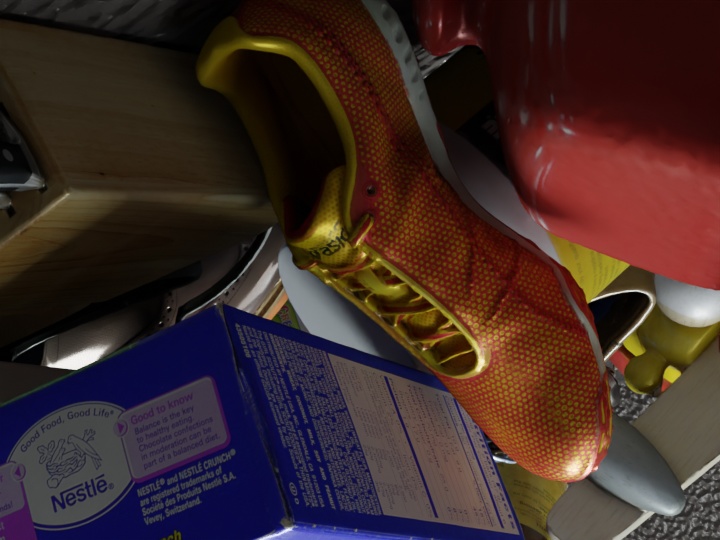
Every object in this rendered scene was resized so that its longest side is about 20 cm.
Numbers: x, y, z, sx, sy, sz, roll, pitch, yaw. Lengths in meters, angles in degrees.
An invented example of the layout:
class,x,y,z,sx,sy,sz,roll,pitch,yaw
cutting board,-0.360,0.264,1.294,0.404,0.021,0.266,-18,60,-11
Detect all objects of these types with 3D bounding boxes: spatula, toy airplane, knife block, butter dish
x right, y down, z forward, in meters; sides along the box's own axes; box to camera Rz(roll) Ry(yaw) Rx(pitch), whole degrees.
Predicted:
class,x,y,z,sx,sy,sz,roll,pitch,yaw
spatula,-0.046,-0.010,0.706,0.201,0.020,0.057,-62,-169,16
toy airplane,0.185,0.043,0.920,0.198,0.201,0.141,-8,139,16
knife block,-0.100,-0.037,0.549,0.199,0.064,0.176,-24,168,-23
butter dish,0.090,-0.088,0.619,0.147,0.201,0.199,7,167,8

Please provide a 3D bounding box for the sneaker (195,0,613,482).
class,x,y,z,sx,sy,sz,roll,pitch,yaw
sneaker,0.012,-0.005,0.620,0.077,0.200,0.073,-40,-175,-41

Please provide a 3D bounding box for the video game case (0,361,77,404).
class,x,y,z,sx,sy,sz,roll,pitch,yaw
video game case,-0.179,0.067,0.629,0.181,0.023,0.200,-19,166,24

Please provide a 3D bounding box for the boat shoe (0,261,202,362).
class,x,y,z,sx,sy,sz,roll,pitch,yaw
boat shoe,-0.150,0.028,0.696,0.200,0.066,0.070,-30,168,-3

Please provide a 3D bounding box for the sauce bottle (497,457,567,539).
class,x,y,z,sx,sy,sz,roll,pitch,yaw
sauce bottle,0.071,0.145,0.913,0.066,0.066,0.200,-35,-161,23

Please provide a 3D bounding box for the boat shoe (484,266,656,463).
class,x,y,z,sx,sy,sz,roll,pitch,yaw
boat shoe,0.059,0.051,0.869,0.072,0.072,0.200,30,113,-30

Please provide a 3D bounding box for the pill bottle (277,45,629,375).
class,x,y,z,sx,sy,sz,roll,pitch,yaw
pill bottle,0.066,-0.038,0.739,0.200,0.112,0.112,-40,173,-22

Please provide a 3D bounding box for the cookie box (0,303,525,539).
class,x,y,z,sx,sy,sz,roll,pitch,yaw
cookie box,-0.060,0.089,0.621,0.171,0.075,0.200,-24,160,18

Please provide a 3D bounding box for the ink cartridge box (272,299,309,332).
class,x,y,z,sx,sy,sz,roll,pitch,yaw
ink cartridge box,-0.073,0.119,0.867,0.175,0.201,0.084,-12,162,-22

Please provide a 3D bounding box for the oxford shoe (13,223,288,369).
class,x,y,z,sx,sy,sz,roll,pitch,yaw
oxford shoe,-0.100,0.013,0.758,0.200,0.071,0.073,-37,157,14
